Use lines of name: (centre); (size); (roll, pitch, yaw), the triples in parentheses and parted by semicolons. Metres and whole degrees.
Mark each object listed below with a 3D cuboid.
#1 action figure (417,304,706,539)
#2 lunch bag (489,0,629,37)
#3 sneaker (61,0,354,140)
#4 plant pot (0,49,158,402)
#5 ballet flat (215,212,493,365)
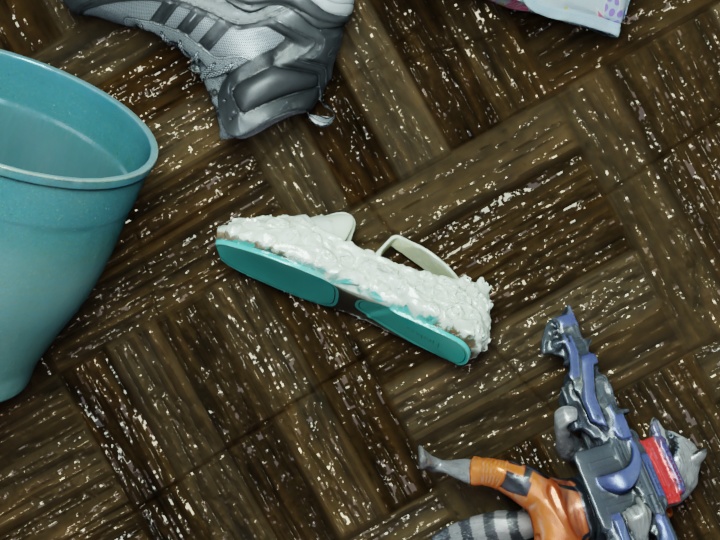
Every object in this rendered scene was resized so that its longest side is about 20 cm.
action figure: (0.138, 0.136, 1.161); (0.192, 0.105, 0.201); (-11, 68, -2)
lunch bag: (0.099, -0.257, 1.090); (0.199, 0.127, 0.171); (18, 99, -6)
sneaker: (-0.106, -0.146, 1.134); (0.198, 0.075, 0.115); (5, 94, 0)
plant pot: (-0.253, -0.024, 1.108); (0.199, 0.200, 0.189); (22, 112, 1)
ballet flat: (0.000, 0.000, 1.159); (0.199, 0.072, 0.072); (24, 97, -2)
